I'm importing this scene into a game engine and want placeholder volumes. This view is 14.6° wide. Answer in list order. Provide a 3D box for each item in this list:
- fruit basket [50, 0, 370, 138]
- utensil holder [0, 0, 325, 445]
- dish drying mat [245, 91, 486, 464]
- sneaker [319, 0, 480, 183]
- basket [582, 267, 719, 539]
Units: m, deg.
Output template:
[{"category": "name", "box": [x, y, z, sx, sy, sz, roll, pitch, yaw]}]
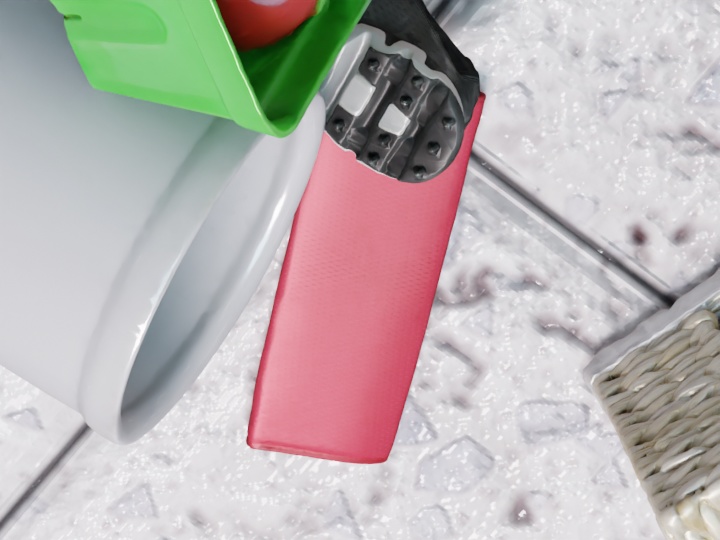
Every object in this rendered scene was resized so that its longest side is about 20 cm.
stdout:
[{"category": "fruit basket", "box": [-0.029, -0.171, 1.056, 0.214, 0.156, 0.217, 14, 134, 15]}, {"category": "utensil holder", "box": [-0.141, -0.048, 1.192, 0.199, 0.170, 0.171, 29, 112, 10]}, {"category": "dish drying mat", "box": [0.000, 0.000, 1.342, 0.076, 0.018, 0.201, 10, 114, -9]}, {"category": "sneaker", "box": [-0.027, -0.117, 1.257, 0.200, 0.090, 0.067, 37, 117, 7]}, {"category": "basket", "box": [0.245, 0.097, 1.333, 0.198, 0.161, 0.200, -33, 116, 10]}]
